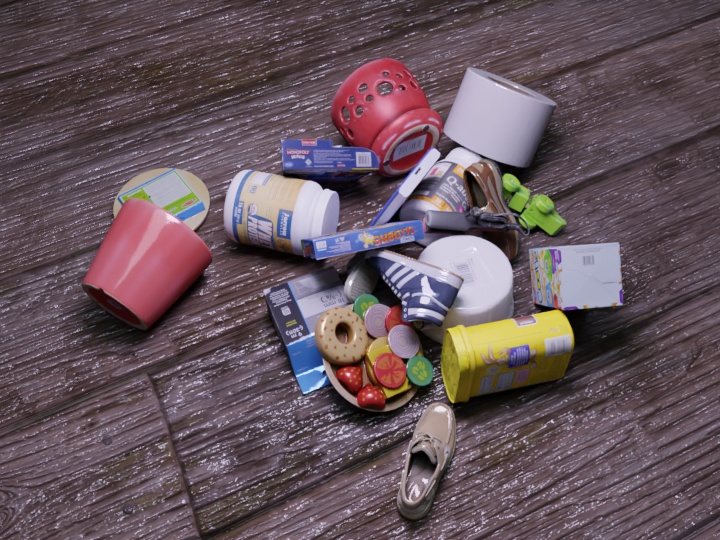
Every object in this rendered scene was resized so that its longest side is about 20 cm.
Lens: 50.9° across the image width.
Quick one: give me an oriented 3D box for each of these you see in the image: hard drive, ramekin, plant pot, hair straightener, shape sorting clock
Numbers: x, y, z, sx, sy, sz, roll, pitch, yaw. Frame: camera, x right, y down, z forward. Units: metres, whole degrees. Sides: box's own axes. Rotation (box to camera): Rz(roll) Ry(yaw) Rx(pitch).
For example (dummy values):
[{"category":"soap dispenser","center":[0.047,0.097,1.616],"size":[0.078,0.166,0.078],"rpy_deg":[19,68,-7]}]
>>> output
[{"category":"hard drive","center":[0.075,-0.141,1.463],"size":[0.025,0.200,0.132],"rpy_deg":[39,59,-1]},{"category":"ramekin","center":[0.186,0.031,1.383],"size":[0.198,0.098,0.202],"rpy_deg":[-2,51,2]},{"category":"plant pot","center":[0.061,-0.312,1.602],"size":[0.199,0.201,0.183],"rpy_deg":[-25,64,-16]},{"category":"hair straightener","center":[0.213,-0.085,1.381],"size":[0.197,0.077,0.041],"rpy_deg":[8,76,0]},{"category":"plant pot","center":[-0.401,-0.004,1.390],"size":[0.199,0.201,0.178],"rpy_deg":[23,65,19]},{"category":"shape sorting clock","center":[-0.414,-0.136,1.579],"size":[0.197,0.039,0.202],"rpy_deg":[0,51,0]}]

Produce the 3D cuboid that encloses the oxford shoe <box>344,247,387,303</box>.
[{"category":"oxford shoe","center":[0.000,0.000,1.413],"size":[0.057,0.076,0.200],"rpy_deg":[3,30,17]}]

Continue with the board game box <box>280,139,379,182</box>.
[{"category":"board game box","center":[-0.088,-0.218,1.552],"size":[0.197,0.200,0.063],"rpy_deg":[-3,89,-20]}]

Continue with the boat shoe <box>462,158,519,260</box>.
[{"category":"boat shoe","center":[0.242,-0.111,1.455],"size":[0.073,0.075,0.202],"rpy_deg":[-17,89,-34]}]

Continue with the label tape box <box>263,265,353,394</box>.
[{"category":"label tape box","center":[-0.075,0.102,1.361],"size":[0.143,0.064,0.201],"rpy_deg":[-19,53,-12]}]

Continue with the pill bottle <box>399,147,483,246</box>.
[{"category":"pill bottle","center":[0.171,-0.150,1.514],"size":[0.115,0.117,0.201],"rpy_deg":[25,57,21]}]

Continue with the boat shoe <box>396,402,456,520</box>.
[{"category":"boat shoe","center":[0.107,0.292,1.201],"size":[0.071,0.065,0.201],"rpy_deg":[16,54,15]}]

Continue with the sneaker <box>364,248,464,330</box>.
[{"category":"sneaker","center":[0.074,0.034,1.307],"size":[0.198,0.070,0.110],"rpy_deg":[18,84,35]}]

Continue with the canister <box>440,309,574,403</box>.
[{"category":"canister","center":[0.243,0.142,1.262],"size":[0.197,0.149,0.087],"rpy_deg":[-10,52,-8]}]

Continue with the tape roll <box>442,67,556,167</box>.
[{"category":"tape roll","center":[0.288,-0.318,1.571],"size":[0.200,0.141,0.203],"rpy_deg":[18,21,-7]}]

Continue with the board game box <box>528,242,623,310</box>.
[{"category":"board game box","center":[0.369,0.009,1.315],"size":[0.103,0.200,0.105],"rpy_deg":[-4,91,0]}]

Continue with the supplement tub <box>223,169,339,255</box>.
[{"category":"supplement tub","center":[-0.152,-0.111,1.481],"size":[0.197,0.146,0.146],"rpy_deg":[11,53,12]}]

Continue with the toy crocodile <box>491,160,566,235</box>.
[{"category":"toy crocodile","center":[0.320,-0.141,1.501],"size":[0.199,0.068,0.062],"rpy_deg":[33,41,-1]}]

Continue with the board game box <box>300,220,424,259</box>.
[{"category":"board game box","center":[0.001,-0.056,1.357],"size":[0.197,0.135,0.035],"rpy_deg":[-11,96,-12]}]

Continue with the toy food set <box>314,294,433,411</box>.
[{"category":"toy food set","center":[0.026,0.139,1.291],"size":[0.196,0.049,0.202],"rpy_deg":[-19,76,-30]}]
